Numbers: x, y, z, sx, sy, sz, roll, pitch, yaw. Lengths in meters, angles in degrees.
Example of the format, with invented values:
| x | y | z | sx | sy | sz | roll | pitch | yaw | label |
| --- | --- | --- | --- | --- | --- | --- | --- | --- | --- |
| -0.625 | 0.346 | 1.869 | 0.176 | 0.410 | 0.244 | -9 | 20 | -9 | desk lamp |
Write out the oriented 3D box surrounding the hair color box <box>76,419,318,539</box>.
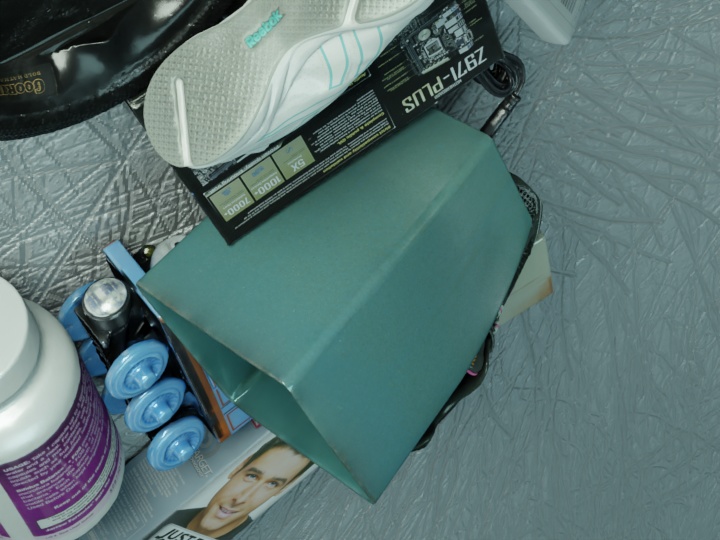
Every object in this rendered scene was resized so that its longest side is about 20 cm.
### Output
| x | y | z | sx | sy | sz | roll | pitch | yaw | label |
| --- | --- | --- | --- | --- | --- | --- | --- | --- | --- |
| -0.118 | 0.160 | 1.386 | 0.200 | 0.061 | 0.099 | -41 | 151 | 8 | hair color box |

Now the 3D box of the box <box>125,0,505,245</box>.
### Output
| x | y | z | sx | sy | sz | roll | pitch | yaw | label |
| --- | --- | --- | --- | --- | --- | --- | --- | --- | --- |
| -0.035 | -0.133 | 1.007 | 0.199 | 0.086 | 0.164 | -35 | 150 | -1 | box |

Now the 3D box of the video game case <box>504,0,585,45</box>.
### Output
| x | y | z | sx | sy | sz | roll | pitch | yaw | label |
| --- | --- | --- | --- | --- | --- | --- | --- | --- | --- |
| 0.098 | -0.240 | 0.964 | 0.200 | 0.023 | 0.183 | 30 | 79 | -59 | video game case |

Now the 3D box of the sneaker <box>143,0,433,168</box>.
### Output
| x | y | z | sx | sy | sz | roll | pitch | yaw | label |
| --- | --- | --- | --- | --- | --- | --- | --- | --- | --- |
| -0.018 | -0.124 | 0.891 | 0.200 | 0.071 | 0.080 | -37 | 167 | 20 | sneaker |

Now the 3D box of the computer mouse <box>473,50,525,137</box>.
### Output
| x | y | z | sx | sy | sz | roll | pitch | yaw | label |
| --- | --- | --- | --- | --- | --- | --- | --- | --- | --- |
| 0.018 | -0.083 | 1.183 | 0.140 | 0.046 | 0.201 | 18 | 112 | -47 | computer mouse |

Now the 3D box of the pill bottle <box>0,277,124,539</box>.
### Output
| x | y | z | sx | sy | sz | roll | pitch | yaw | label |
| --- | --- | --- | --- | --- | --- | --- | --- | --- | --- |
| -0.217 | 0.084 | 1.115 | 0.112 | 0.113 | 0.201 | -29 | 151 | -10 | pill bottle |

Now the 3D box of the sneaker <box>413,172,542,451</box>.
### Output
| x | y | z | sx | sy | sz | roll | pitch | yaw | label |
| --- | --- | --- | --- | --- | --- | --- | --- | --- | --- |
| 0.065 | 0.034 | 1.177 | 0.080 | 0.086 | 0.201 | 23 | 98 | -24 | sneaker |

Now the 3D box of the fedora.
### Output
| x | y | z | sx | sy | sz | roll | pitch | yaw | label |
| --- | --- | --- | --- | --- | --- | --- | --- | --- | --- |
| -0.148 | -0.155 | 0.850 | 0.200 | 0.092 | 0.201 | -29 | 151 | -18 | fedora |

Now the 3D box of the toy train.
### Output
| x | y | z | sx | sy | sz | roll | pitch | yaw | label |
| --- | --- | --- | --- | --- | --- | --- | --- | --- | --- |
| -0.123 | 0.049 | 1.198 | 0.114 | 0.087 | 0.201 | -38 | 150 | -13 | toy train |

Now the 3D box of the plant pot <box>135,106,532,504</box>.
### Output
| x | y | z | sx | sy | sz | roll | pitch | yaw | label |
| --- | --- | --- | --- | --- | --- | --- | --- | --- | --- |
| 0.000 | 0.000 | 1.100 | 0.200 | 0.141 | 0.142 | -49 | 140 | -13 | plant pot |

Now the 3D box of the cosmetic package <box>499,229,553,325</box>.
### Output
| x | y | z | sx | sy | sz | roll | pitch | yaw | label |
| --- | --- | --- | --- | --- | --- | --- | --- | --- | --- |
| 0.025 | 0.013 | 1.275 | 0.199 | 0.104 | 0.087 | -30 | 150 | -7 | cosmetic package |
